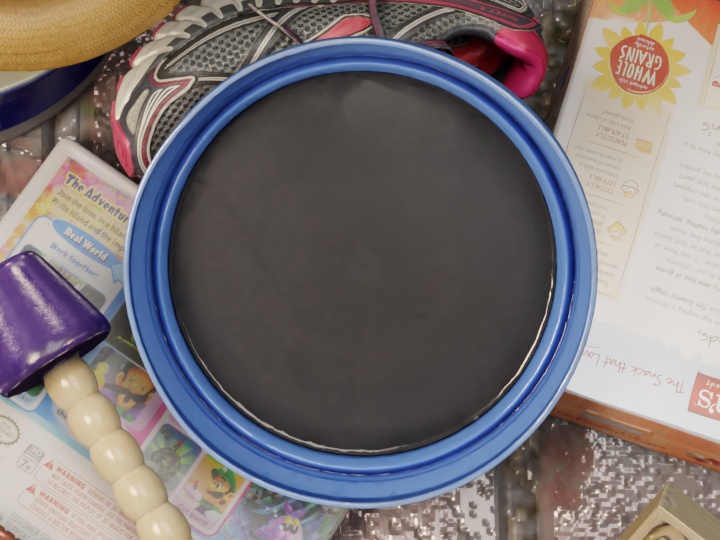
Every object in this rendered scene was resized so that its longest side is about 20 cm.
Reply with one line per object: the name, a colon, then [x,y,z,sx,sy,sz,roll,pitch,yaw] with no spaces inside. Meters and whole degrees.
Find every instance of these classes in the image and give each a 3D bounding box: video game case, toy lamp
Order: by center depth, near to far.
toy lamp: [-0.101,0.084,1.198,0.058,0.058,0.200,-30,84,-14]
video game case: [-0.101,0.069,1.242,0.200,0.024,0.182,35,74,0]

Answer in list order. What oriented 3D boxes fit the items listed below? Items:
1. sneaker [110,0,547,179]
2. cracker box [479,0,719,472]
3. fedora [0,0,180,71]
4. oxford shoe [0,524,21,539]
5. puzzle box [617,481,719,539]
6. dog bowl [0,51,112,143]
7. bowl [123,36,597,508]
sneaker: [-0.014,-0.087,1.248,0.200,0.081,0.075,-21,40,-12]
cracker box: [0.141,-0.022,1.284,0.134,0.058,0.200,19,74,-3]
fedora: [-0.151,-0.165,1.174,0.200,0.082,0.201,2,73,-6]
oxford shoe: [-0.209,0.126,1.176,0.200,0.074,0.071,23,102,1]
puzzle box: [0.121,0.200,1.185,0.133,0.025,0.200,36,116,0]
dog bowl: [-0.193,-0.156,1.248,0.200,0.079,0.201,2,77,-9]
bowl: [0.000,0.000,1.206,0.200,0.039,0.201,0,98,2]
